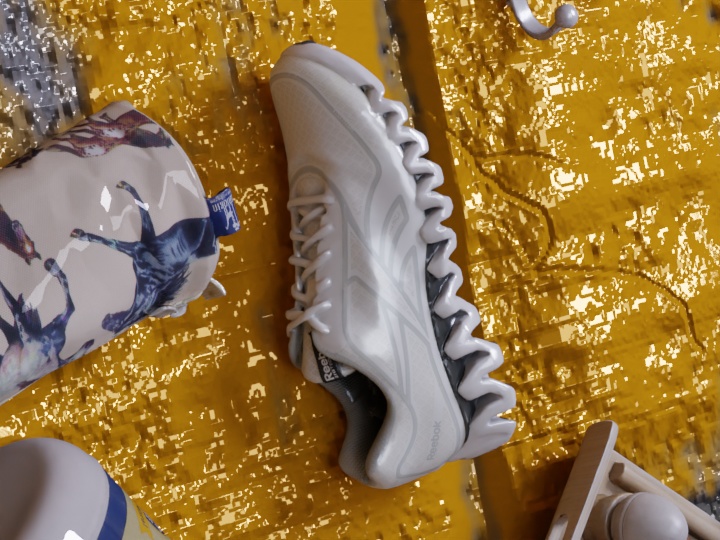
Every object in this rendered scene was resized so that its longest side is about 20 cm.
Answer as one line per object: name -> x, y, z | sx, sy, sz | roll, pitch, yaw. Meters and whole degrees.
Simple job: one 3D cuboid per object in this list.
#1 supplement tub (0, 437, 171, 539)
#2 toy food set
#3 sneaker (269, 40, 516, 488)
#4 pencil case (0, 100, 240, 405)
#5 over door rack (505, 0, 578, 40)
supplement tub -> -0.097, 0.176, 0.764 | 0.200, 0.144, 0.145 | 50, 62, -22
toy food set -> 0.155, 0.179, 0.987 | 0.199, 0.060, 0.144 | 34, 69, -30
sneaker -> 0.000, 0.000, 0.892 | 0.081, 0.075, 0.201 | -26, 101, -24
pencil case -> -0.141, 0.015, 0.785 | 0.200, 0.078, 0.090 | -35, 91, -32
over door rack -> 0.102, -0.231, 0.977 | 0.147, 0.066, 0.201 | -33, 105, -32
